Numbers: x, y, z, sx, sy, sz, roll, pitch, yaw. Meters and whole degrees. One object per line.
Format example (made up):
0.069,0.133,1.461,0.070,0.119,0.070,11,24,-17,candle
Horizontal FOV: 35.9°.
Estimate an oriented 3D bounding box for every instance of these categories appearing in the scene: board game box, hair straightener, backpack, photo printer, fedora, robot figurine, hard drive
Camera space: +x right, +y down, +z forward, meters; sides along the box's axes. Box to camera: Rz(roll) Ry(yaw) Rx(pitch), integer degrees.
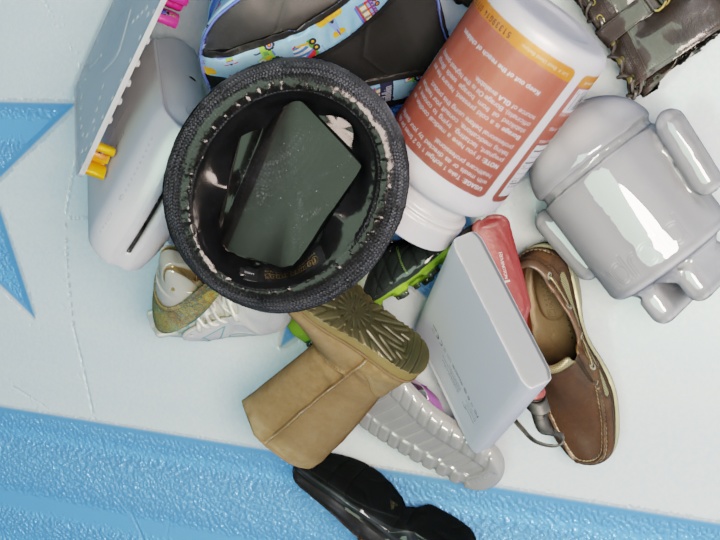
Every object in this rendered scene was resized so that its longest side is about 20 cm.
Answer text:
-0.219,-0.212,1.044,0.026,0.201,0.201,20,117,-26,board game box
0.129,0.054,0.944,0.041,0.077,0.202,-20,89,-14,hair straightener
-0.035,-0.204,0.915,0.198,0.183,0.135,-22,52,5,backpack
-0.198,-0.107,1.040,0.069,0.201,0.167,22,117,-27,photo printer
-0.056,-0.071,0.875,0.198,0.092,0.203,1,105,2,fedora
0.214,-0.058,0.899,0.201,0.113,0.170,53,132,6,robot figurine
0.097,0.068,0.941,0.026,0.200,0.133,-21,71,-14,hard drive

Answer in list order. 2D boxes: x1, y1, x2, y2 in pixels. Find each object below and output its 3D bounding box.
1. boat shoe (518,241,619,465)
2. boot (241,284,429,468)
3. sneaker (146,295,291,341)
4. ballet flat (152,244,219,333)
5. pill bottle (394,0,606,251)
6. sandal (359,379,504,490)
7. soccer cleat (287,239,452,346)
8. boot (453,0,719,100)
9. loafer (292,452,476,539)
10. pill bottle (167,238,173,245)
0.170,0.080,0.971,0.074,0.075,0.204,-17,94,27,boat shoe
-0.056,0.086,1.004,0.175,0.066,0.200,42,133,-6,boot
-0.134,0.039,1.065,0.199,0.080,0.071,-19,88,51,sneaker
-0.139,-0.013,0.987,0.199,0.071,0.071,-37,85,28,ballet flat
0.090,-0.117,0.871,0.112,0.112,0.201,42,116,11,pill bottle
0.051,0.135,1.058,0.202,0.050,0.083,39,130,-1,sandal
0.000,0.000,1.031,0.199,0.067,0.082,-28,89,30,soccer cleat
0.187,-0.217,0.902,0.199,0.069,0.175,-30,87,25,boot
0.013,0.247,1.086,0.199,0.073,0.073,30,117,18,loafer
-0.090,-0.071,1.044,0.199,0.104,0.105,-23,91,28,pill bottle
